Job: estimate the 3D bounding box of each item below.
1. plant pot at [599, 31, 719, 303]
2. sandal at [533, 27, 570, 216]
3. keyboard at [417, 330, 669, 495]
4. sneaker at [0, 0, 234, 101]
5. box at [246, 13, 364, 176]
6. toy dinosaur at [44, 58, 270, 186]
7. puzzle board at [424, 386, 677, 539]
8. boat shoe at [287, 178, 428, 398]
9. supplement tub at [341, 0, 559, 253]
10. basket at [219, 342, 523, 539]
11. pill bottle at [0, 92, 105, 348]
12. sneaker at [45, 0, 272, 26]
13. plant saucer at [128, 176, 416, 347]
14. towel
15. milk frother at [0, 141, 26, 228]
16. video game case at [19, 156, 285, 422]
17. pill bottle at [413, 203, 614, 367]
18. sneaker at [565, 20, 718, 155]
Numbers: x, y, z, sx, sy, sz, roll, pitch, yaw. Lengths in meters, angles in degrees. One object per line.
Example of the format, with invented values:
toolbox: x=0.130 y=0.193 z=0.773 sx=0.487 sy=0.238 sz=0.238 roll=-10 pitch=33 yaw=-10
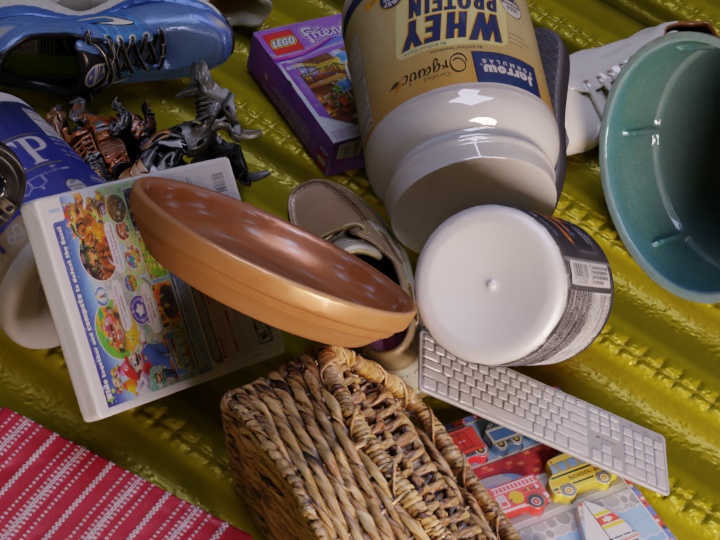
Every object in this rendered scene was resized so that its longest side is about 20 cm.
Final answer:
plant pot: x=0.320 y=-0.092 z=1.635 sx=0.195 sy=0.201 sz=0.200 roll=-13 pitch=49 yaw=-36
sandal: x=0.131 y=-0.096 z=1.653 sx=0.076 sy=0.043 sz=0.201 roll=-2 pitch=58 yaw=28
keyboard: x=0.125 y=0.098 z=1.462 sx=0.199 sy=0.011 sz=0.056 roll=24 pitch=33 yaw=-17
sneaker: x=-0.193 y=-0.162 z=1.636 sx=0.198 sy=0.079 sz=0.089 roll=-5 pitch=34 yaw=-9
box: x=0.027 y=-0.153 z=1.718 sx=0.199 sy=0.039 sz=0.137 roll=-15 pitch=52 yaw=-27
toy dinosaur: x=-0.144 y=-0.066 z=1.568 sx=0.136 sy=0.102 sz=0.200 roll=-38 pitch=81 yaw=-22
puzzle board: x=0.094 y=0.157 z=1.435 sx=0.199 sy=0.017 sz=0.151 roll=-17 pitch=52 yaw=-28
boat shoe: x=0.000 y=0.000 z=1.518 sx=0.074 sy=0.066 sz=0.200 roll=-34 pitch=55 yaw=0
supplement tub: x=0.067 y=-0.124 z=1.579 sx=0.143 sy=0.145 sz=0.201 roll=0 pitch=55 yaw=-15
basket: x=0.020 y=0.135 z=1.327 sx=0.148 sy=0.143 sz=0.200 roll=-24 pitch=53 yaw=-15
pill bottle: x=-0.251 y=-0.052 z=1.482 sx=0.119 sy=0.120 sz=0.200 roll=-26 pitch=56 yaw=-34
sneaker: x=-0.165 y=-0.219 z=1.710 sx=0.199 sy=0.077 sz=0.081 roll=-15 pitch=53 yaw=-25
plant saucer: x=-0.060 y=-0.002 z=1.379 sx=0.199 sy=0.038 sz=0.200 roll=24 pitch=9 yaw=-4
towel: x=-0.181 y=0.176 z=1.340 sx=0.199 sy=0.023 sz=0.145 roll=26 pitch=47 yaw=15
milk frother: x=-0.320 y=-0.062 z=1.385 sx=0.199 sy=0.181 sz=0.189 roll=-31 pitch=65 yaw=1
video game case: x=-0.133 y=0.008 z=1.421 sx=0.200 sy=0.018 sz=0.144 roll=-18 pitch=91 yaw=-55
pill bottle: x=0.113 y=0.013 z=1.473 sx=0.106 sy=0.107 sz=0.200 roll=31 pitch=7 yaw=17
sneaker: x=0.217 y=-0.158 z=1.727 sx=0.200 sy=0.084 sz=0.073 roll=-36 pitch=102 yaw=-39
